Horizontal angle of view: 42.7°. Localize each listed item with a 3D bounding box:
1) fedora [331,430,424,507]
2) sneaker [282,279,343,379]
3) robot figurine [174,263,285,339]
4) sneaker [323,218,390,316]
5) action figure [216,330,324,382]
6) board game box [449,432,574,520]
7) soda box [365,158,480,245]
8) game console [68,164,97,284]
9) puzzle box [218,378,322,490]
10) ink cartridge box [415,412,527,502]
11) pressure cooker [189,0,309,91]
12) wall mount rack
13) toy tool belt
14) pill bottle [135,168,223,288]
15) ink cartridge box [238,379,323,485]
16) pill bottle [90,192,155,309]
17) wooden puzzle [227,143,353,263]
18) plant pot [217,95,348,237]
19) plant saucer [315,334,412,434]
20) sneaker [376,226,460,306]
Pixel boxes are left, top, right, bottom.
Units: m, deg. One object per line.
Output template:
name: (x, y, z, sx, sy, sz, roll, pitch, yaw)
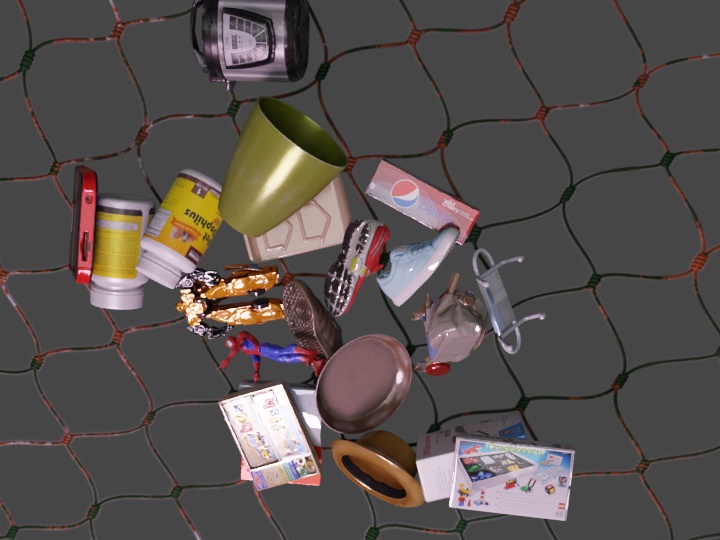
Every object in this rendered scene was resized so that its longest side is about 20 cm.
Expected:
fedora: (0.043, 0.353, 1.699, 0.200, 0.201, 0.082, 38, 59, -1)
sneaker: (-0.079, 0.104, 1.698, 0.070, 0.075, 0.201, -16, 99, 35)
robot figurine: (-0.242, 0.051, 1.699, 0.199, 0.058, 0.146, -7, 115, 6)
sneaker: (0.000, 0.000, 1.673, 0.077, 0.085, 0.201, 47, 122, 39)
action figure: (-0.175, 0.169, 1.676, 0.199, 0.065, 0.099, 14, 63, 30)
board game box: (0.256, 0.351, 1.571, 0.199, 0.035, 0.127, 6, 99, 4)
soda box: (0.112, -0.125, 1.647, 0.199, 0.063, 0.070, 28, 101, 0)
game console: (-0.500, -0.085, 1.660, 0.031, 0.177, 0.201, 3, 99, -21)
puzzle box: (-0.168, 0.307, 1.716, 0.133, 0.025, 0.201, -18, 107, 13)
ink cartridge box: (0.205, 0.335, 1.665, 0.199, 0.145, 0.084, -15, 97, 7)
pressure cooker: (-0.193, -0.409, 1.579, 0.199, 0.179, 0.177, 4, 68, 5)
wall mount rack: (0.251, 0.057, 1.609, 0.074, 0.174, 0.201, -17, 98, 39)
toy tool belt: (0.155, 0.096, 1.651, 0.124, 0.200, 0.123, 1, 62, -12)
pill bottle: (-0.318, -0.072, 1.642, 0.109, 0.109, 0.201, 28, 80, 1)
ink cartridge box: (-0.152, 0.311, 1.743, 0.159, 0.047, 0.201, 4, 97, 5)
pill bottle: (-0.438, -0.036, 1.684, 0.114, 0.114, 0.201, 7, 99, 4)
wooden puzzle: (-0.124, -0.124, 1.680, 0.199, 0.046, 0.186, -14, 97, 2)
plant pot: (-0.153, -0.161, 1.578, 0.187, 0.187, 0.200, 38, 111, -1)
plant saucer: (0.002, 0.202, 1.679, 0.199, 0.032, 0.201, -13, 117, -26)
sneaker: (0.094, -0.019, 1.632, 0.082, 0.074, 0.200, 41, 125, 0)
